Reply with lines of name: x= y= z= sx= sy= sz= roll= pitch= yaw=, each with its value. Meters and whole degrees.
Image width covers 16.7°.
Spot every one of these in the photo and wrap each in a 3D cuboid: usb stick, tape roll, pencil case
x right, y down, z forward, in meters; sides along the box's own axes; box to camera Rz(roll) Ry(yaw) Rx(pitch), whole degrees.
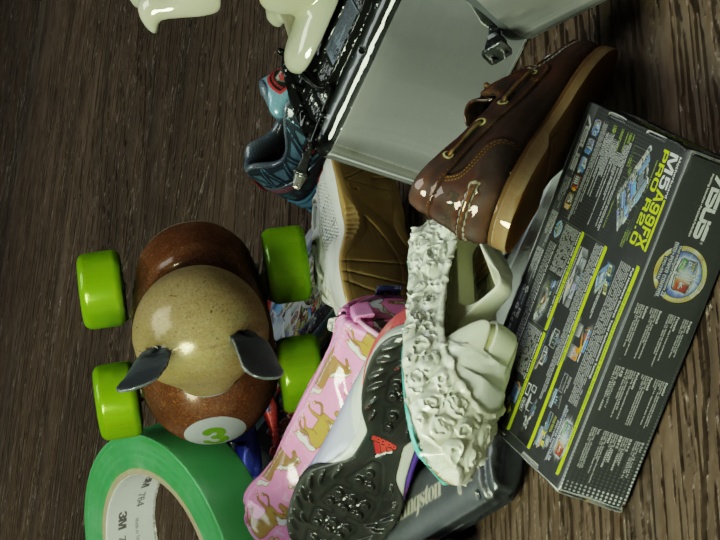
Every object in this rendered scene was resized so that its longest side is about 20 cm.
usb stick: x=0.046 y=0.147 z=1.542 sx=0.200 sy=0.032 sz=0.056 roll=-40 pitch=36 yaw=57
tape roll: x=-0.131 y=0.212 z=1.799 sx=0.200 sy=0.048 sz=0.202 roll=24 pitch=121 yaw=47
pencil case: x=-0.009 y=0.109 z=1.635 sx=0.086 sy=0.082 sz=0.201 roll=43 pitch=122 yaw=28

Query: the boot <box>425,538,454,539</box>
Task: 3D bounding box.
boot: x=-0.055 y=0.203 z=1.516 sx=0.188 sy=0.199 sz=0.069 roll=-48 pitch=29 yaw=49

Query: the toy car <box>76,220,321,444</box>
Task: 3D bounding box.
toy car: x=-0.107 y=0.058 z=1.667 sx=0.200 sy=0.163 sz=0.159 roll=-113 pitch=15 yaw=-78

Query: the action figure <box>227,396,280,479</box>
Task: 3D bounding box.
action figure: x=-0.093 y=0.126 z=1.820 sx=0.052 sy=0.065 sz=0.202 roll=-135 pitch=44 yaw=-69

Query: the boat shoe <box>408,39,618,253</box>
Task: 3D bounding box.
boat shoe: x=0.093 y=-0.086 z=1.451 sx=0.200 sy=0.070 sz=0.071 roll=-49 pitch=-26 yaw=-50

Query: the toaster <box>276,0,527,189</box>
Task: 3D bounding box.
toaster: x=0.026 y=-0.164 z=1.750 sx=0.201 sy=0.118 sz=0.181 roll=-64 pitch=19 yaw=19

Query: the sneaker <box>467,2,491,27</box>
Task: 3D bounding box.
sneaker: x=0.124 y=-0.258 z=1.646 sx=0.200 sy=0.104 sz=0.060 roll=-43 pitch=-17 yaw=-18

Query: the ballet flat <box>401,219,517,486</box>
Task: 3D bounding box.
ballet flat: x=0.060 y=0.033 z=1.431 sx=0.072 sy=0.071 sz=0.201 roll=-56 pitch=24 yaw=38

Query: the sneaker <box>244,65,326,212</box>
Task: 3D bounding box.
sneaker: x=-0.030 y=-0.137 z=1.916 sx=0.201 sy=0.095 sz=0.079 roll=-63 pitch=21 yaw=24

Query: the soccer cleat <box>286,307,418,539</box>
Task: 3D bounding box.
soccer cleat: x=0.012 y=0.103 z=1.546 sx=0.073 sy=0.068 sz=0.201 roll=-62 pitch=-2 yaw=-57

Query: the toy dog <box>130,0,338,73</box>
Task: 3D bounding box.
toy dog: x=-0.107 y=-0.252 z=1.712 sx=0.195 sy=0.199 sz=0.140 roll=-61 pitch=22 yaw=28

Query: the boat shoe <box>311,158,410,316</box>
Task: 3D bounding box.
boat shoe: x=0.000 y=0.000 z=1.740 sx=0.069 sy=0.070 sz=0.201 roll=-56 pitch=27 yaw=36

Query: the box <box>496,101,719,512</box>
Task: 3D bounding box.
box: x=0.139 y=0.016 z=1.387 sx=0.201 sy=0.044 sz=0.160 roll=-70 pitch=19 yaw=7

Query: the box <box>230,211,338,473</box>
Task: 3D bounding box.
box: x=-0.041 y=0.048 z=1.867 sx=0.200 sy=0.037 sz=0.137 roll=-52 pitch=28 yaw=45

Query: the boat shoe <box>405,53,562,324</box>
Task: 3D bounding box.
boat shoe: x=0.089 y=-0.047 z=1.553 sx=0.201 sy=0.062 sz=0.072 roll=-70 pitch=19 yaw=2

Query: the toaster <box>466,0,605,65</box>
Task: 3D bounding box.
toaster: x=0.120 y=-0.236 z=1.516 sx=0.129 sy=0.113 sz=0.201 roll=-21 pitch=53 yaw=31
